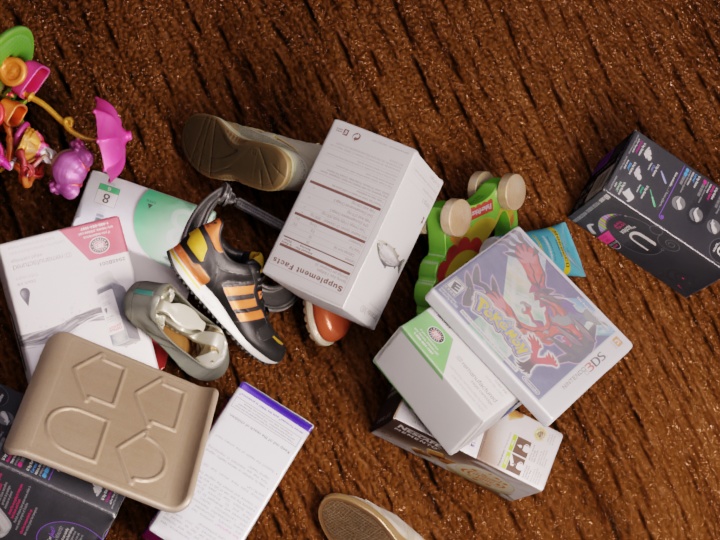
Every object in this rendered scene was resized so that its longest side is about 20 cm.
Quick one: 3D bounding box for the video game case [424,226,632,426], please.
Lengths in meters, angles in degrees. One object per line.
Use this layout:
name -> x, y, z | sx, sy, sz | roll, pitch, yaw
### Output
video game case -> 0.197, 0.059, 1.586 | 0.200, 0.023, 0.182 | 47, 48, 11

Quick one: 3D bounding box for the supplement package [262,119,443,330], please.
supplement package -> -0.007, -0.052, 1.605 | 0.117, 0.117, 0.201 | 23, 84, 23

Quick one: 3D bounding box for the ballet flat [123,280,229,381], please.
ballet flat -> -0.194, 0.075, 1.579 | 0.200, 0.063, 0.068 | 44, 54, -48

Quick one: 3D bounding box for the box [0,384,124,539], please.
box -> -0.358, 0.223, 1.499 | 0.199, 0.122, 0.106 | 26, 38, -8

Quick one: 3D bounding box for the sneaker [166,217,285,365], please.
sneaker -> -0.136, 0.026, 1.623 | 0.090, 0.070, 0.200 | -40, 116, 3

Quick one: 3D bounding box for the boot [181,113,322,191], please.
boot -> -0.112, -0.140, 1.710 | 0.154, 0.200, 0.072 | 1, 107, -50

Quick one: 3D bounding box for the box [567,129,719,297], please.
box -> 0.396, -0.072, 1.807 | 0.200, 0.122, 0.106 | 33, 69, -3

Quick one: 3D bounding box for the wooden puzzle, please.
wooden puzzle -> -0.265, 0.167, 1.479 | 0.199, 0.046, 0.186 | 20, 37, -9

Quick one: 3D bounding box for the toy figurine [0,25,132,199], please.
toy figurine -> -0.365, -0.154, 1.610 | 0.184, 0.150, 0.201 | 30, 91, 4

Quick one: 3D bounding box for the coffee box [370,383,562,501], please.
coffee box -> 0.126, 0.197, 1.664 | 0.199, 0.114, 0.080 | 27, 69, -7

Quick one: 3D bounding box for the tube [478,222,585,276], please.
tube -> 0.224, -0.021, 1.752 | 0.200, 0.050, 0.078 | -6, 78, -53

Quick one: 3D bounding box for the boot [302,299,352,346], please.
boot -> 0.000, 0.000, 1.682 | 0.075, 0.107, 0.201 | 36, 67, -41

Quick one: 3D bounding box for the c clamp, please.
c clamp -> -0.122, -0.042, 1.690 | 0.199, 0.027, 0.172 | 23, 77, -28

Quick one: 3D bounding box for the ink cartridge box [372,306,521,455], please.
ink cartridge box -> 0.139, 0.097, 1.601 | 0.200, 0.088, 0.145 | -28, 72, -41

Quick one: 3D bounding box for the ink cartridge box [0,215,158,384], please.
ink cartridge box -> -0.325, 0.051, 1.579 | 0.145, 0.085, 0.201 | -15, 94, -17

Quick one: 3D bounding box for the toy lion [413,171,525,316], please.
toy lion -> 0.135, -0.011, 1.724 | 0.200, 0.068, 0.193 | -26, 115, -46

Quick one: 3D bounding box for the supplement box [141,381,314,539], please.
supplement box -> -0.153, 0.244, 1.582 | 0.103, 0.101, 0.200 | 32, 69, -4

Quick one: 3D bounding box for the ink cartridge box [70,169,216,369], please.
ink cartridge box -> -0.278, -0.002, 1.649 | 0.160, 0.050, 0.201 | 19, 69, -9

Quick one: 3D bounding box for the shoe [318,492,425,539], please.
shoe -> 0.035, 0.331, 1.640 | 0.200, 0.053, 0.070 | 36, 101, 2
